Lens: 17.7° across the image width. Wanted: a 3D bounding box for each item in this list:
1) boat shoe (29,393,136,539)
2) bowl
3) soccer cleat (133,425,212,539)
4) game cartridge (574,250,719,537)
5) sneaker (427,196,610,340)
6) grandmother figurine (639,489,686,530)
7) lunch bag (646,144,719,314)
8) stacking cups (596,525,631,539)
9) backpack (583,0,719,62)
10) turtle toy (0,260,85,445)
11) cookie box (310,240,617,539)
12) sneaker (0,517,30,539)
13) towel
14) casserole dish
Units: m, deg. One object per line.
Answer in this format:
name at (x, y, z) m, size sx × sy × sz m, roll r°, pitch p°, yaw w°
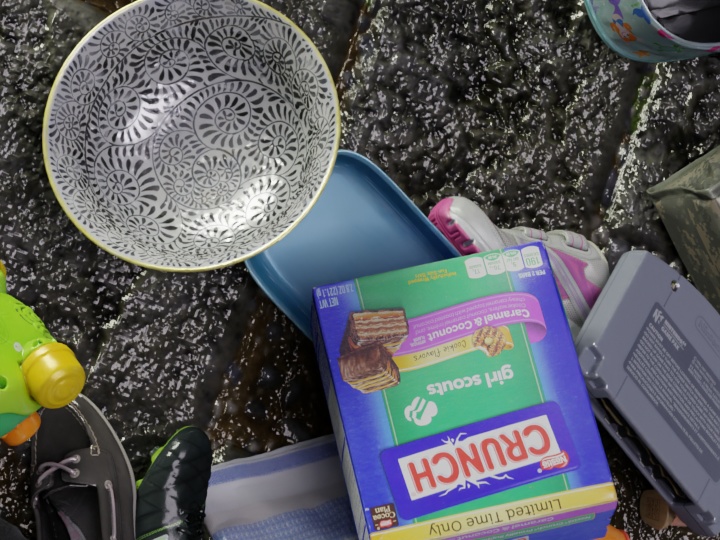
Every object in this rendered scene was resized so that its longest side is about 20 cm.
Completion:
boat shoe at (-0.186, 0.174, 1.542) m, size 0.057 × 0.067 × 0.200 m, roll 17°, pitch 55°, yaw -65°
bowl at (-0.110, -0.083, 1.579) m, size 0.201 × 0.094 × 0.201 m, roll -1°, pitch 75°, yaw 4°
soccer cleat at (-0.130, 0.207, 1.578) m, size 0.068 × 0.081 × 0.200 m, roll 21°, pitch 88°, yaw -62°
game cartridge at (0.235, 0.086, 1.725) m, size 0.200 × 0.040 × 0.133 m, roll 50°, pitch 59°, yaw -27°
sneaker at (0.131, 0.003, 1.723) m, size 0.200 × 0.081 × 0.088 m, roll 42°, pitch 68°, yaw -25°
grandmother figurine at (0.318, 0.176, 1.817) m, size 0.200 × 0.061 × 0.121 m, roll 2°, pitch 97°, yaw -23°
lunch bag at (0.352, -0.045, 1.802) m, size 0.200 × 0.118 × 0.164 m, roll -33°, pitch 102°, yaw -17°
stacking cups at (0.144, 0.191, 1.731) m, size 0.200 × 0.060 × 0.061 m, roll 32°, pitch 76°, yaw -21°
backpack at (0.253, -0.244, 1.737) m, size 0.200 × 0.151 × 0.178 m, roll -15°, pitch 93°, yaw -32°
turtle toy at (-0.283, 0.067, 1.489) m, size 0.200 × 0.146 × 0.101 m, roll -10°, pitch 134°, yaw -38°
cookie box at (0.067, 0.097, 1.581) m, size 0.171 × 0.075 × 0.200 m, roll -12°, pitch 65°, yaw -6°
sneaker at (-0.298, 0.158, 1.526) m, size 0.104 × 0.060 × 0.200 m, roll -46°, pitch 113°, yaw -17°
towel at (-0.020, 0.193, 1.598) m, size 0.147 × 0.200 × 0.024 m, roll -13°, pitch 135°, yaw -23°
casserole dish at (0.000, 0.000, 1.663) m, size 0.121 × 0.039 × 0.200 m, roll -44°, pitch 107°, yaw -1°
